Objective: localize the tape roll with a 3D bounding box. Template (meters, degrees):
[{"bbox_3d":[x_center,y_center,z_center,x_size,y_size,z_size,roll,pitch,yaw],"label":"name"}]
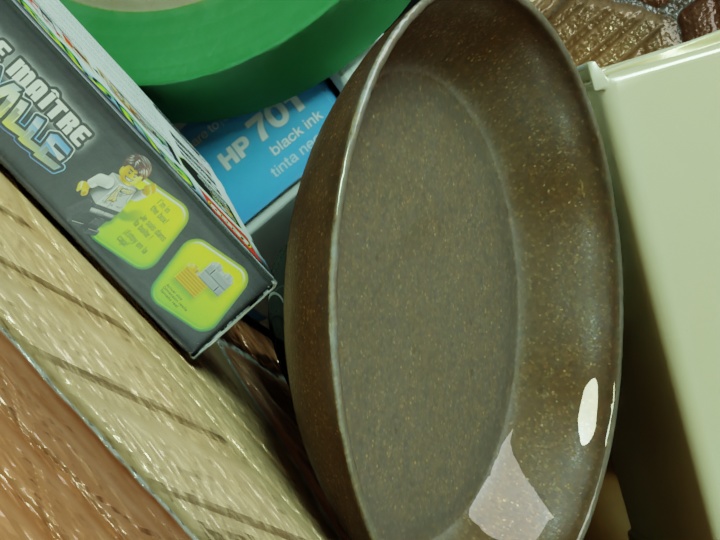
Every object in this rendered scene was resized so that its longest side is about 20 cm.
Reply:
[{"bbox_3d":[-0.062,-0.153,0.764,0.201,0.200,0.048,50,4,19],"label":"tape roll"}]

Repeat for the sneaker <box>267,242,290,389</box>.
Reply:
[{"bbox_3d":[0.005,0.034,0.799,0.086,0.080,0.200,32,-11,31],"label":"sneaker"}]

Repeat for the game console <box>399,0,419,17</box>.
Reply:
[{"bbox_3d":[0.081,-0.038,1.076,0.176,0.117,0.200,44,6,37],"label":"game console"}]

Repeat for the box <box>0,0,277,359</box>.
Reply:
[{"bbox_3d":[-0.109,-0.071,0.641,0.200,0.035,0.110,48,4,-25],"label":"box"}]

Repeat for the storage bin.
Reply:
[{"bbox_3d":[0.138,0.011,0.843,0.199,0.093,0.201,-165,-120,-85],"label":"storage bin"}]

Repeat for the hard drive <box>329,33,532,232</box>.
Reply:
[{"bbox_3d":[0.013,-0.065,0.837,0.132,0.026,0.200,48,6,-43],"label":"hard drive"}]

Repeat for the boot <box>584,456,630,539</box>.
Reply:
[{"bbox_3d":[0.063,0.075,1.023,0.200,0.074,0.155,39,0,14],"label":"boot"}]

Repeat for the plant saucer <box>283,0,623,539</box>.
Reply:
[{"bbox_3d":[0.027,0.012,0.680,0.036,0.202,0.200,-1,-27,29],"label":"plant saucer"}]

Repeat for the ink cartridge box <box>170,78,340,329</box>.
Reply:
[{"bbox_3d":[-0.068,-0.079,0.857,0.200,0.086,0.146,53,4,19],"label":"ink cartridge box"}]
